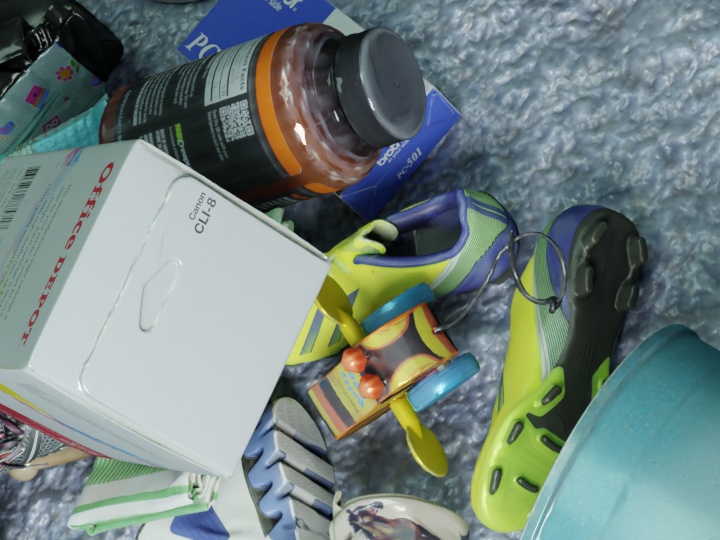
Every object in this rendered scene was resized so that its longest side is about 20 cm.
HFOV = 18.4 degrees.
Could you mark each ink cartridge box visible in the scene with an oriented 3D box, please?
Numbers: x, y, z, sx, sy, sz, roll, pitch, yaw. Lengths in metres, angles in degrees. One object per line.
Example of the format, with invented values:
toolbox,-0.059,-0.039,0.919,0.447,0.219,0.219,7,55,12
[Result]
ink cartridge box,-0.031,-0.126,1.478,0.094,0.044,0.200,-49,51,1
ink cartridge box,-0.143,0.023,1.290,0.200,0.144,0.146,0,62,61

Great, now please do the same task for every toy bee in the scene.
toy bee,0.015,0.046,1.273,0.131,0.108,0.201,42,134,22

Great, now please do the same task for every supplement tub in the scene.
supplement tub,-0.059,-0.091,1.382,0.199,0.107,0.108,-14,60,32

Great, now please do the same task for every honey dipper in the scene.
honey dipper,-0.154,0.108,1.448,0.199,0.038,0.038,-14,60,29

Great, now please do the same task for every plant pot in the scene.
plant pot,0.199,0.156,1.108,0.187,0.200,0.201,26,82,23

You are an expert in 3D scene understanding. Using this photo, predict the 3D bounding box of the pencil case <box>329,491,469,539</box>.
pencil case,0.014,0.226,1.248,0.089,0.078,0.201,8,67,-8

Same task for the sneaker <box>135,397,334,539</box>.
sneaker,-0.072,0.184,1.338,0.115,0.081,0.200,-26,49,24

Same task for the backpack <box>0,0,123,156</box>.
backpack,-0.268,-0.117,1.576,0.200,0.126,0.167,-52,39,2

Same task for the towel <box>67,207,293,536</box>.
towel,-0.112,0.064,1.379,0.152,0.023,0.201,-20,47,50

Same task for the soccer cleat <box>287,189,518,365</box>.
soccer cleat,0.000,-0.001,1.361,0.199,0.084,0.065,-22,57,23

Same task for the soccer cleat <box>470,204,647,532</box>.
soccer cleat,0.110,0.058,1.298,0.084,0.064,0.201,1,69,65

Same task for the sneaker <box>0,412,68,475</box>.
sneaker,-0.247,0.110,1.425,0.199,0.081,0.075,-30,13,16

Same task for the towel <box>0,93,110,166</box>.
towel,-0.231,-0.019,1.475,0.199,0.022,0.147,-27,54,13

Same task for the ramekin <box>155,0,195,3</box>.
ramekin,-0.134,-0.304,1.595,0.199,0.105,0.201,-15,60,27
